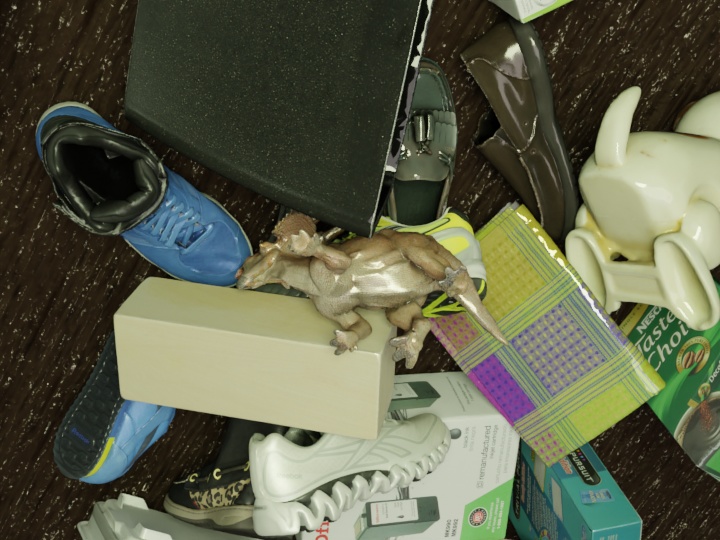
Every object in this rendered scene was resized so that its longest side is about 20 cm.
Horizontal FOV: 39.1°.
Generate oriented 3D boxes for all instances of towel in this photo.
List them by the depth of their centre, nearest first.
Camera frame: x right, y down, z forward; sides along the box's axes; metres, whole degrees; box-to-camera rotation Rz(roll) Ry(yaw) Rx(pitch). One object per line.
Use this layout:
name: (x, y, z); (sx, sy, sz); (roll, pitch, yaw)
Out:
towel: (0.142, 0.053, 0.852); (0.200, 0.023, 0.144); (51, 124, 7)

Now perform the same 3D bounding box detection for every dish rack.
dish rack: (-0.141, 0.248, 0.896); (0.199, 0.172, 0.044); (21, 86, -22)

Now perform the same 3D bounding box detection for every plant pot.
plant pot: (-0.048, -0.155, 0.683); (0.177, 0.200, 0.201); (14, 105, 2)

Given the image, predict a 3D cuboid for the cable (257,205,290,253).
cable: (-0.066, -0.017, 0.853); (0.097, 0.050, 0.201); (11, 102, 0)

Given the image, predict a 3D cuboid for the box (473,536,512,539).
box: (0.064, 0.310, 0.955); (0.199, 0.103, 0.095); (6, 119, 17)

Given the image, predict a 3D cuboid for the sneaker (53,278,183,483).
sneaker: (-0.181, 0.094, 0.865); (0.201, 0.066, 0.078); (-57, 150, 6)

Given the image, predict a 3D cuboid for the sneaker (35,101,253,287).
sneaker: (-0.156, -0.043, 0.755); (0.077, 0.111, 0.200); (-45, 113, 2)

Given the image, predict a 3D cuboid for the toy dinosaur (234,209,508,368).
toy dinosaur: (0.010, -0.003, 0.721); (0.199, 0.136, 0.086); (8, 112, -4)

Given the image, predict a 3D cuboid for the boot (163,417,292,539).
boot: (-0.102, 0.149, 0.877); (0.073, 0.200, 0.151); (18, 74, -24)

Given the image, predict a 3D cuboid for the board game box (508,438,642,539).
board game box: (0.190, 0.227, 0.932); (0.047, 0.200, 0.152); (-8, 118, -9)

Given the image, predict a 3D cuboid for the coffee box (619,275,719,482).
coffee box: (0.297, 0.078, 0.885); (0.044, 0.200, 0.123); (30, 108, -22)

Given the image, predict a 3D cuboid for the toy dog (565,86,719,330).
toy dog: (0.264, -0.072, 0.821); (0.200, 0.139, 0.195); (-33, 103, -29)

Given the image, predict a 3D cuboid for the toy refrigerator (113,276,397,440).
toy refrigerator: (-0.076, 0.062, 0.759); (0.199, 0.070, 0.076); (7, 118, 11)

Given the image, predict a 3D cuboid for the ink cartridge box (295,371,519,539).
ink cartridge box: (0.035, 0.177, 0.936); (0.199, 0.084, 0.147); (-3, 116, -12)

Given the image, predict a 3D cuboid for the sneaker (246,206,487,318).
sneaker: (0.000, 0.000, 0.802); (0.199, 0.077, 0.075); (-5, 156, 12)

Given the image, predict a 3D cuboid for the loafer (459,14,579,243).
loafer: (0.128, -0.110, 0.831); (0.071, 0.073, 0.201); (-16, 117, 8)

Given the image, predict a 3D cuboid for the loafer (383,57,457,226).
loafer: (0.049, -0.069, 0.828); (0.071, 0.063, 0.201); (-3, 117, -12)

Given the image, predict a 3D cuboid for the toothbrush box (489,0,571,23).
toothbrush box: (0.170, -0.294, 0.733); (0.199, 0.086, 0.146); (-25, 119, -2)

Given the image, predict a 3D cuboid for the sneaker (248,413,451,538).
sneaker: (-0.005, 0.139, 0.793); (0.200, 0.075, 0.081); (-14, 88, -44)
